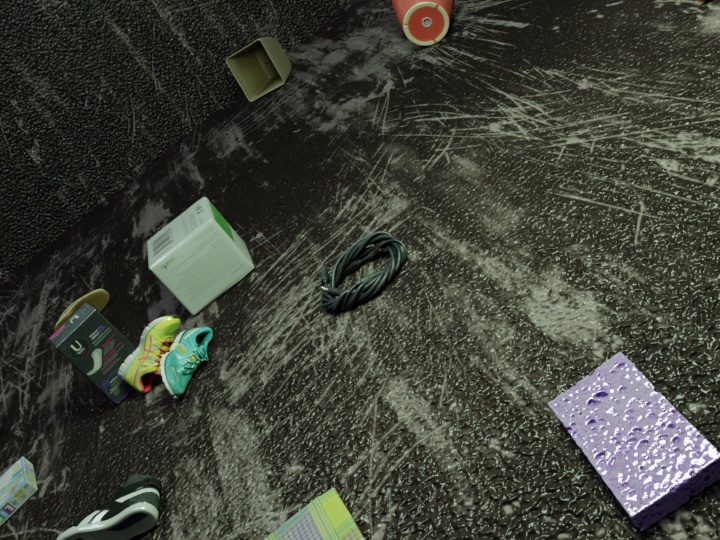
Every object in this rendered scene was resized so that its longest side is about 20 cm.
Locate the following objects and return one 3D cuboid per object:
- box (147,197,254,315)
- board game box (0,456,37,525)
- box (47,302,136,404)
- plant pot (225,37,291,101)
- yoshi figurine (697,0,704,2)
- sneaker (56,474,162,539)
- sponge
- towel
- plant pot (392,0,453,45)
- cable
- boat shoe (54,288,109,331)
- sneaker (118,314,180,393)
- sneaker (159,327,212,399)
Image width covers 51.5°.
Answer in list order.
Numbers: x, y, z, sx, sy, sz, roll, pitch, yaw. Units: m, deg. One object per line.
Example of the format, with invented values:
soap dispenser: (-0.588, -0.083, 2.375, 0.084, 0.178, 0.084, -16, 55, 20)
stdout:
box: (-0.402, -0.039, 1.863, 0.200, 0.172, 0.199, -37, 27, 0)
board game box: (-0.808, 0.520, 1.649, 0.200, 0.034, 0.134, -45, 28, -12)
box: (-0.594, 0.190, 1.714, 0.122, 0.200, 0.106, -47, 29, -19)
plant pot: (-0.402, -0.856, 3.114, 0.199, 0.201, 0.177, -19, 21, 32)
yoshi figurine: (0.718, -0.563, 1.394, 0.199, 0.112, 0.113, 12, 71, 54)
sneaker: (-0.430, 0.425, 1.308, 0.199, 0.073, 0.112, -23, 26, 10)
sponge: (0.300, 0.182, 0.830, 0.111, 0.030, 0.200, -36, 27, 5)
towel: (-0.089, 0.390, 0.992, 0.200, 0.023, 0.144, -41, 26, -6)
plant pot: (0.199, -0.800, 2.301, 0.199, 0.201, 0.178, -25, 38, 23)
cable: (0.000, 0.000, 1.449, 0.199, 0.051, 0.164, -25, 30, 23)
boat shoe: (-0.852, 0.116, 2.279, 0.200, 0.074, 0.069, -37, 33, 3)
sneaker: (-0.449, 0.186, 1.653, 0.090, 0.078, 0.201, 42, 106, 24)
sneaker: (-0.368, 0.187, 1.590, 0.079, 0.078, 0.201, -18, 32, 18)
